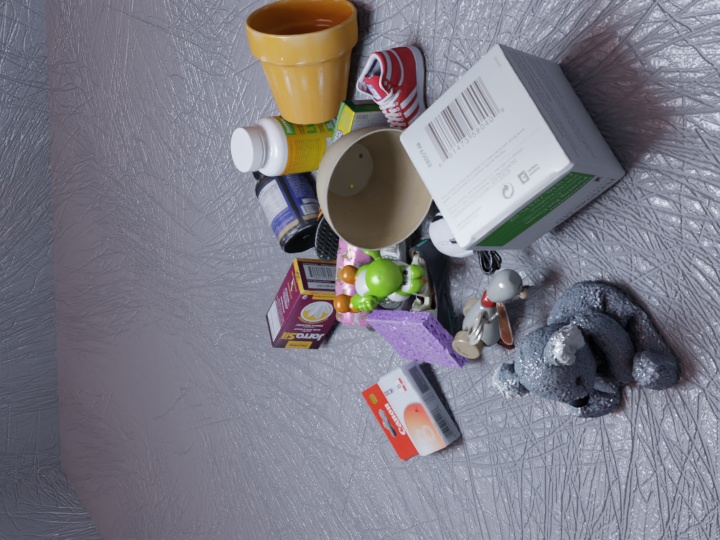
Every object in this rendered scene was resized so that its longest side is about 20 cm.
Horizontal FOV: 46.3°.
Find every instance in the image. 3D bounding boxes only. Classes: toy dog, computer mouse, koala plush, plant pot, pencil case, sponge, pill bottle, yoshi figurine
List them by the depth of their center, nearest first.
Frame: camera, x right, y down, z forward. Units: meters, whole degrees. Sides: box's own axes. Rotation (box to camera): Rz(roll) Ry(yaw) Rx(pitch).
[{"bbox_3d":[0.281,0.114,1.137,0.177,0.199,0.185,-43,65,51],"label":"koala plush"},{"bbox_3d":[0.216,0.076,1.301,0.200,0.096,0.133,121,174,-79],"label":"toy dog"},{"bbox_3d":[0.152,-0.049,1.341,0.110,0.044,0.200,60,169,-11],"label":"computer mouse"},{"bbox_3d":[0.006,-0.152,1.398,0.134,0.199,0.202,40,131,55],"label":"plant pot"},{"bbox_3d":[0.020,0.017,1.407,0.199,0.112,0.113,-14,107,54],"label":"yoshi figurine"},{"bbox_3d":[0.095,0.117,1.468,0.112,0.030,0.200,48,159,-19],"label":"sponge"},{"bbox_3d":[-0.097,-0.378,1.540,0.200,0.199,0.185,36,143,43],"label":"plant pot"},{"bbox_3d":[0.000,0.000,1.558,0.082,0.086,0.202,8,105,24],"label":"pencil case"},{"bbox_3d":[-0.142,-0.240,1.614,0.111,0.199,0.112,20,116,49],"label":"pill bottle"},{"bbox_3d":[-0.149,-0.146,1.727,0.112,0.111,0.201,-50,60,48],"label":"pill bottle"}]

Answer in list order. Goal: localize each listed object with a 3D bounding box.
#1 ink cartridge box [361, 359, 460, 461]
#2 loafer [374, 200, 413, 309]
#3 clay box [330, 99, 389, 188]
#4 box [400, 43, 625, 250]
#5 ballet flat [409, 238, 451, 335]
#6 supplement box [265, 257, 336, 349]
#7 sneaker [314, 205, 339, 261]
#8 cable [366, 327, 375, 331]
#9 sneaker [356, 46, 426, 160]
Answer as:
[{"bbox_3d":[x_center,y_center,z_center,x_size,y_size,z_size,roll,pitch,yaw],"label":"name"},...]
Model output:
[{"bbox_3d":[0.076,0.272,1.569,0.200,0.050,0.163,-39,80,48],"label":"ink cartridge box"},{"bbox_3d":[0.068,-0.028,1.506,0.075,0.069,0.202,16,110,28],"label":"loafer"},{"bbox_3d":[-0.001,-0.205,1.503,0.048,0.114,0.201,48,134,36],"label":"clay box"},{"bbox_3d":[0.205,-0.159,1.150,0.199,0.171,0.201,-40,68,34],"label":"box"},{"bbox_3d":[0.113,0.046,1.461,0.073,0.073,0.202,9,108,52],"label":"ballet flat"},{"bbox_3d":[-0.109,0.071,1.722,0.201,0.109,0.086,121,144,-44],"label":"supplement box"},{"bbox_3d":[-0.047,-0.118,1.617,0.090,0.069,0.202,-142,63,-77],"label":"sneaker"},{"bbox_3d":[0.014,0.014,1.630,0.097,0.050,0.201,-25,92,37],"label":"cable"},{"bbox_3d":[0.056,-0.270,1.407,0.071,0.112,0.202,3,102,52],"label":"sneaker"}]
